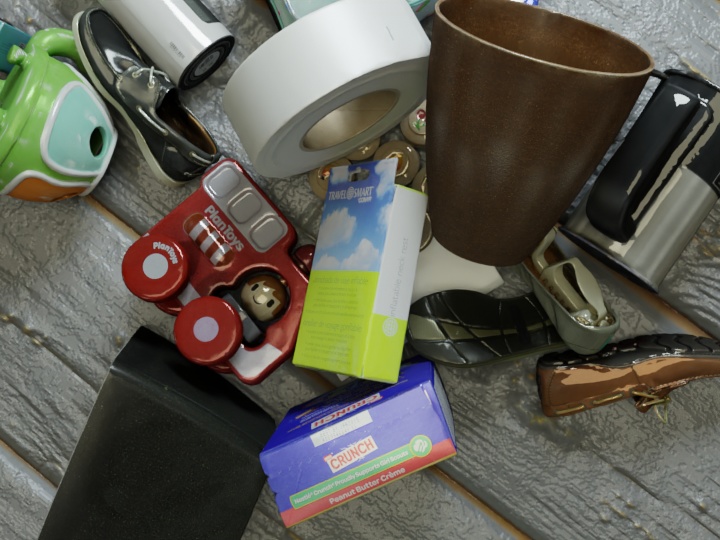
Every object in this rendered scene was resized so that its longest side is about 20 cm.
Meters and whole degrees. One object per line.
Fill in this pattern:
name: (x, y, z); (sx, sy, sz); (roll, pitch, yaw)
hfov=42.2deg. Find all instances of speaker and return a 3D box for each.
speaker: (-0.226, -0.285, 0.965); (0.081, 0.081, 0.200); (-43, 88, 5)

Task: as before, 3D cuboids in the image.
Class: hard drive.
hard drive: (0.031, 0.008, 0.981); (0.199, 0.026, 0.132); (-32, 89, 5)

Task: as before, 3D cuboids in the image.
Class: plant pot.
plant pot: (-0.188, 0.193, 0.932); (0.177, 0.200, 0.201); (22, 94, -8)
plant pot: (0.132, -0.112, 0.817); (0.186, 0.187, 0.201); (15, 119, 4)

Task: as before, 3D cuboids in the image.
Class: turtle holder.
turtle holder: (-0.323, -0.154, 0.960); (0.131, 0.186, 0.141); (27, 130, -30)

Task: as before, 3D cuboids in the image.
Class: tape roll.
tape roll: (-0.024, -0.168, 0.867); (0.202, 0.202, 0.071); (-29, 80, 5)

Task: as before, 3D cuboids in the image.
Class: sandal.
sandal: (0.140, 0.063, 0.950); (0.200, 0.057, 0.080); (-2, 68, -15)

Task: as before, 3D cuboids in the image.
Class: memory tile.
memory tile: (0.017, -0.125, 0.966); (0.200, 0.017, 0.154); (35, 91, 10)

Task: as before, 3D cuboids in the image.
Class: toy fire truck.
toy fire truck: (-0.129, 0.005, 0.946); (0.168, 0.112, 0.200); (-42, 78, -4)

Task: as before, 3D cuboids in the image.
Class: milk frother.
milk frother: (0.252, -0.115, 0.920); (0.189, 0.180, 0.200); (-56, 44, 4)

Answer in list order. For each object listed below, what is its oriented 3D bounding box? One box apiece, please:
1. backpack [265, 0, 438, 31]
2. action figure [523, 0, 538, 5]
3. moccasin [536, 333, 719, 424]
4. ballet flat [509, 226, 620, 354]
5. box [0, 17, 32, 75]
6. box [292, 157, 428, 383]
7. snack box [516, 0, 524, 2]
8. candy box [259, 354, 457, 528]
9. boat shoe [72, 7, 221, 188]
backpack: (-0.004, -0.311, 0.914); (0.199, 0.153, 0.177); (-23, 85, -2)
action figure: (0.150, -0.232, 0.914); (0.065, 0.052, 0.201); (9, 83, 6)
moccasin: (0.281, 0.112, 0.943); (0.200, 0.074, 0.078); (-11, 100, 2)
ballet flat: (0.187, -0.010, 0.929); (0.067, 0.064, 0.200); (-25, 72, -33)
box: (-0.450, -0.281, 0.981); (0.199, 0.082, 0.049); (32, 94, 2)
box: (0.000, 0.000, 0.888); (0.047, 0.122, 0.201); (15, 82, -34)
snack box: (0.125, -0.201, 0.944); (0.071, 0.024, 0.201); (13, 79, 3)
candy box: (0.004, 0.154, 0.901); (0.168, 0.200, 0.077); (-23, 90, 5)
boat shoe: (-0.216, -0.184, 0.955); (0.067, 0.072, 0.201); (-23, 105, 36)
